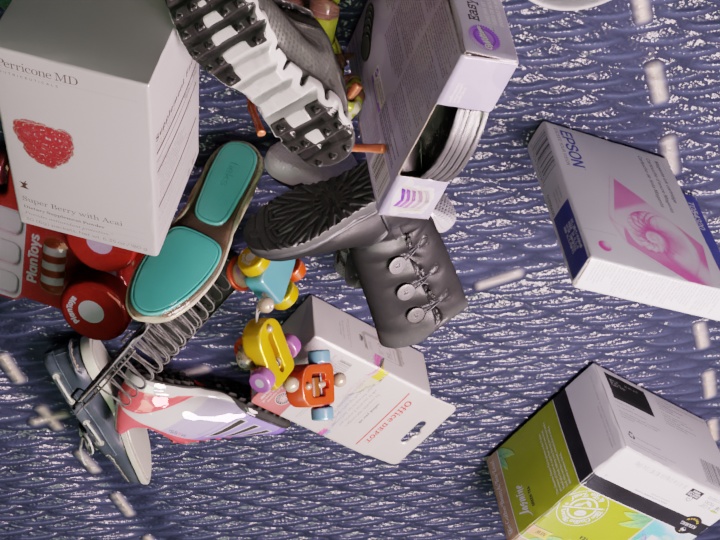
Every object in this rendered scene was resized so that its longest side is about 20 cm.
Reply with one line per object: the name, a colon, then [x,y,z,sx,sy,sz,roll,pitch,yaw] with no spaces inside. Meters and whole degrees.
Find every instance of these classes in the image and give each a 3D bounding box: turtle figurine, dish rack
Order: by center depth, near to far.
turtle figurine: [-0.033,-0.180,0.986,0.064,0.200,0.163,-17,119,-31]
dish rack: [-0.190,0.061,1.135,0.054,0.200,0.153,41,118,-5]

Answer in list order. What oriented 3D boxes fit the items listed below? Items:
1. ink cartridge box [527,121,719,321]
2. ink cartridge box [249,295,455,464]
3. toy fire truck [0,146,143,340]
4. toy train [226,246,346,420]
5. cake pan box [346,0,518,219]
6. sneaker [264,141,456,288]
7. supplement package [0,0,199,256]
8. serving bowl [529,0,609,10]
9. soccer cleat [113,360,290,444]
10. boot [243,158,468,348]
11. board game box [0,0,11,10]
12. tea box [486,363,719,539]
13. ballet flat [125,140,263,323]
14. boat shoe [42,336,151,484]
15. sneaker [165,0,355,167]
ink cartridge box: [0.266,-0.044,1.108,0.198,0.197,0.043,12,130,-19]
ink cartridge box: [-0.007,0.123,1.293,0.199,0.068,0.116,30,121,-28]
toy fire truck: [-0.269,-0.041,1.095,0.167,0.112,0.201,16,127,2]
toy train: [-0.076,0.050,1.152,0.055,0.150,0.202,-5,92,28]
cake pan box: [0.049,-0.168,0.942,0.052,0.201,0.185,4,142,-18]
sneaker: [-0.014,-0.047,1.139,0.199,0.076,0.114,17,123,-25]
supplement package: [-0.195,-0.127,0.912,0.120,0.120,0.201,14,145,2]
serving bowl: [0.172,-0.310,0.936,0.199,0.066,0.201,-17,132,-20]
soccer cleat: [-0.168,0.154,1.273,0.199,0.068,0.074,18,99,-34]
boot: [0.001,0.000,1.100,0.164,0.066,0.201,-22,140,2]
board game box: [-0.215,-0.243,0.920,0.147,0.065,0.200,-17,135,35]
tea box: [0.291,0.246,1.403,0.199,0.134,0.197,26,123,-28]
ballet flat: [-0.141,-0.026,1.074,0.067,0.201,0.062,28,156,7]
boat shoe: [-0.276,0.155,1.273,0.061,0.075,0.201,-16,130,3]
sneaker: [-0.071,-0.169,0.871,0.066,0.091,0.200,-23,131,26]
